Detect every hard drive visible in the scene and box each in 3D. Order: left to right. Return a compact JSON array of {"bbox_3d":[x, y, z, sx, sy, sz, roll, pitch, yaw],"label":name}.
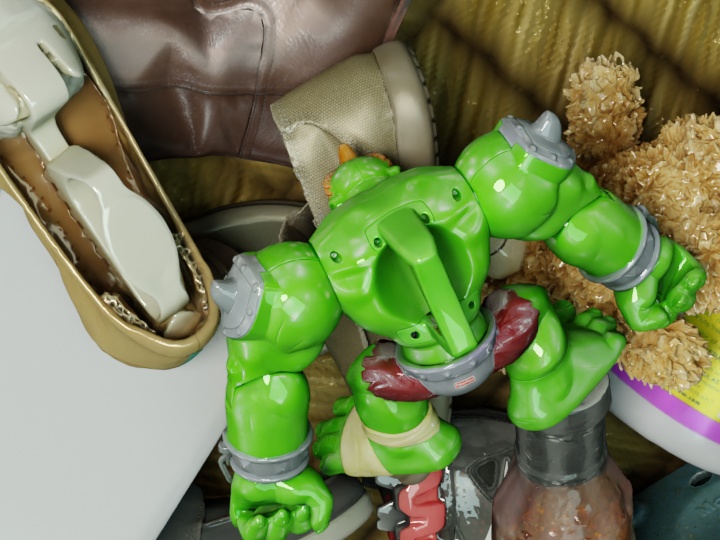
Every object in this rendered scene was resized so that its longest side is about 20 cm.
[{"bbox_3d":[-0.142,0.081,0.810,0.132,0.027,0.200,35,80,-18],"label":"hard drive"}]

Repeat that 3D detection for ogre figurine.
[{"bbox_3d":[0.029,0.014,0.759,0.200,0.098,0.120,-16,129,9],"label":"ogre figurine"}]

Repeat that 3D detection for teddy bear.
[{"bbox_3d":[0.118,-0.019,0.843,0.067,0.200,0.145,6,93,-60],"label":"teddy bear"}]

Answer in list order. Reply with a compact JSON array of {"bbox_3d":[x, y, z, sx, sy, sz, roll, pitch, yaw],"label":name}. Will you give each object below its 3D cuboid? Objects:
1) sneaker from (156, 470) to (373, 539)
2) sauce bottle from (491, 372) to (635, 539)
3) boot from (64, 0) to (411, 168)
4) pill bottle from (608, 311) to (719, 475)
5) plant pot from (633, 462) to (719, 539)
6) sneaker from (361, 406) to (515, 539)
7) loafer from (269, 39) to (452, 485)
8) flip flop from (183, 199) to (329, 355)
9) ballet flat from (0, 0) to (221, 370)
[{"bbox_3d":[-0.098,0.097,0.891,0.200,0.075,0.106,-16,87,-14],"label":"sneaker"},{"bbox_3d":[0.089,0.120,0.874,0.066,0.066,0.200,-10,129,-9],"label":"sauce bottle"},{"bbox_3d":[-0.078,-0.120,0.817,0.200,0.064,0.187,0,113,-8],"label":"boot"},{"bbox_3d":[0.187,-0.014,0.902,0.104,0.104,0.200,25,106,-22],"label":"pill bottle"},{"bbox_3d":[0.217,0.184,0.960,0.196,0.196,0.200,-32,112,3],"label":"plant pot"},{"bbox_3d":[0.054,0.149,0.964,0.098,0.071,0.201,-6,114,-8],"label":"sneaker"},{"bbox_3d":[0.000,0.000,0.841,0.067,0.076,0.200,-5,115,-1],"label":"loafer"},{"bbox_3d":[-0.083,0.011,0.873,0.200,0.058,0.081,4,114,-18],"label":"flip flop"},{"bbox_3d":[-0.111,-0.051,0.770,0.069,0.063,0.200,-37,103,-17],"label":"ballet flat"}]
